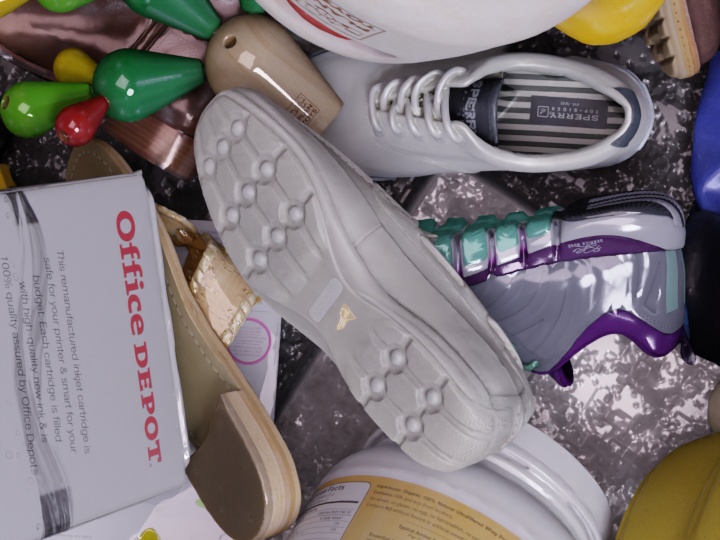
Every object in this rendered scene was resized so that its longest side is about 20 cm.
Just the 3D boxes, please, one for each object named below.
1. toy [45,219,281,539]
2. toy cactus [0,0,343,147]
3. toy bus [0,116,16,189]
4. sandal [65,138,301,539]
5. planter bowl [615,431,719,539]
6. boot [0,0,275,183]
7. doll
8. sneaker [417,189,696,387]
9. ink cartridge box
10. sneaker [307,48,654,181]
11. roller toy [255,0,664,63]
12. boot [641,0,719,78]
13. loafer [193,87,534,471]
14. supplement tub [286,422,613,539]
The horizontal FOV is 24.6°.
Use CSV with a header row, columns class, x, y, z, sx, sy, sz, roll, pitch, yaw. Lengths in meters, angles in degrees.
class,x,y,z,sx,sy,sz,roll,pitch,yaw
toy,-0.100,0.077,0.825,0.114,0.047,0.203,4,77,-2
toy cactus,-0.075,-0.124,0.763,0.165,0.102,0.201,40,82,-9
toy bus,-0.241,-0.027,0.782,0.135,0.192,0.202,-25,87,5
sandal,-0.069,0.028,0.786,0.213,0.069,0.078,60,137,22
planter bowl,0.167,0.138,0.743,0.083,0.199,0.203,13,91,36
boot,-0.102,-0.175,0.828,0.185,0.064,0.201,34,95,-1
doll,0.196,-0.013,0.785,0.135,0.048,0.203,8,92,25
sneaker,0.060,0.019,0.792,0.198,0.074,0.089,-7,99,19
ink cartridge box,-0.174,0.043,0.692,0.083,0.199,0.147,-4,95,36
sneaker,0.042,-0.082,0.800,0.197,0.071,0.074,-2,89,10
roller toy,0.028,-0.178,0.677,0.180,0.140,0.202,-17,98,-15
boot,0.193,-0.200,0.749,0.164,0.072,0.202,-12,102,-4
loafer,0.000,0.000,0.726,0.201,0.070,0.070,53,124,14
supplement tub,0.019,0.170,0.726,0.144,0.145,0.201,28,57,8
